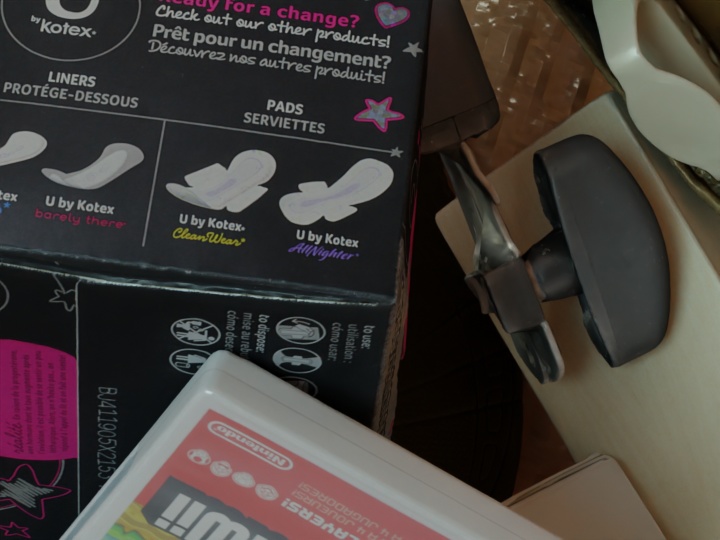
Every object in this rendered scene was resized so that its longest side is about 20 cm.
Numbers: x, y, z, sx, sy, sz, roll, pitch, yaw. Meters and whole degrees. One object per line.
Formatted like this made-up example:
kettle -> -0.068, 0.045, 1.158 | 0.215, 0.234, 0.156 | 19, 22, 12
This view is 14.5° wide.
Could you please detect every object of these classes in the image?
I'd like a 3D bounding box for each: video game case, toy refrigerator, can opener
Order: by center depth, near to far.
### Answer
video game case -> -0.022, 0.109, 0.823 | 0.142, 0.018, 0.200 | 29, 140, -10
can opener -> 0.037, -0.061, 0.869 | 0.067, 0.053, 0.201 | -21, 99, -6
toy refrigerator -> 0.114, 0.045, 0.918 | 0.076, 0.070, 0.201 | -35, 79, 25

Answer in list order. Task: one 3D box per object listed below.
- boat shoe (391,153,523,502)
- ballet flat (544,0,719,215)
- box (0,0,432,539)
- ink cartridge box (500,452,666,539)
boat shoe -> 0.000, 0.000, 0.986 | 0.066, 0.074, 0.201 | -13, 91, 54
ballet flat -> 0.079, -0.089, 0.863 | 0.068, 0.072, 0.200 | -27, 112, 28
box -> -0.052, 0.006, 0.831 | 0.131, 0.200, 0.115 | 7, 58, -1
ink cartridge box -> 0.044, 0.175, 0.921 | 0.146, 0.083, 0.200 | 57, 141, 14
